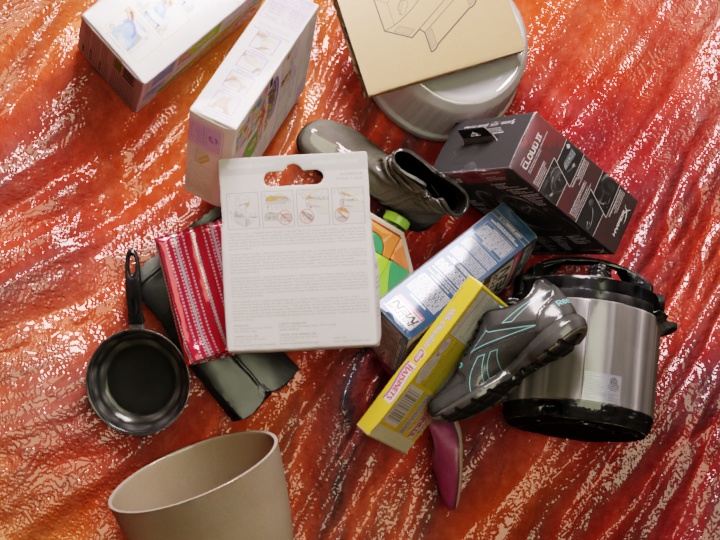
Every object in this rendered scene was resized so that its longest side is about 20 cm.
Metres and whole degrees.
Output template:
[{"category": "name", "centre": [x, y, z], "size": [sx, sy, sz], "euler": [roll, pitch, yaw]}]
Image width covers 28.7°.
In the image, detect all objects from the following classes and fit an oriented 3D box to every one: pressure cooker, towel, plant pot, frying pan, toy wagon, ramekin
[{"category": "pressure cooker", "centre": [0.254, 0.084, 1.588], "size": [0.175, 0.177, 0.202], "euler": [20, 71, -45]}, {"category": "towel", "centre": [-0.111, 0.010, 1.525], "size": [0.198, 0.022, 0.146], "euler": [-15, 89, -18]}, {"category": "plant pot", "centre": [-0.143, 0.299, 1.470], "size": [0.186, 0.187, 0.202], "euler": [-21, 101, -17]}, {"category": "frying pan", "centre": [-0.254, 0.085, 1.519], "size": [0.114, 0.031, 0.192], "euler": [-23, 92, 4]}, {"category": "toy wagon", "centre": [0.000, 0.000, 1.599], "size": [0.199, 0.040, 0.156], "euler": [30, 83, -14]}, {"category": "ramekin", "centre": [0.106, -0.259, 1.650], "size": [0.200, 0.094, 0.205], "euler": [2, 81, -15]}]

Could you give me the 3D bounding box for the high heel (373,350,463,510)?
[{"category": "high heel", "centre": [0.067, 0.172, 1.600], "size": [0.095, 0.067, 0.203], "euler": [-4, 81, 4]}]

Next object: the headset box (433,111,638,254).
[{"category": "headset box", "centre": [0.189, -0.099, 1.588], "size": [0.199, 0.148, 0.078], "euler": [37, 71, -27]}]

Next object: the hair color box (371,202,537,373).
[{"category": "hair color box", "centre": [0.100, 0.021, 1.563], "size": [0.199, 0.100, 0.061], "euler": [-37, 71, -22]}]

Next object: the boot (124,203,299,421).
[{"category": "boot", "centre": [-0.136, 0.042, 1.552], "size": [0.164, 0.066, 0.200], "euler": [-40, 88, -6]}]

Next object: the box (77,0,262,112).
[{"category": "box", "centre": [-0.205, -0.287, 1.563], "size": [0.200, 0.112, 0.101], "euler": [-43, 92, -17]}]

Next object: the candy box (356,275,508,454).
[{"category": "candy box", "centre": [0.082, 0.104, 1.521], "size": [0.026, 0.102, 0.201], "euler": [38, 91, 29]}]

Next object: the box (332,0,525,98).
[{"category": "box", "centre": [0.070, -0.297, 1.586], "size": [0.198, 0.021, 0.165], "euler": [-18, 86, -16]}]

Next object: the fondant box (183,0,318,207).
[{"category": "fondant box", "centre": [-0.118, -0.187, 1.523], "size": [0.058, 0.145, 0.201], "euler": [24, 57, 6]}]

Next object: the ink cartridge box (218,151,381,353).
[{"category": "ink cartridge box", "centre": [-0.063, -0.018, 1.468], "size": [0.160, 0.057, 0.203], "euler": [-3, 90, 4]}]

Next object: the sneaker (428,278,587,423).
[{"category": "sneaker", "centre": [0.148, 0.090, 1.506], "size": [0.199, 0.075, 0.080], "euler": [-37, 68, 15]}]

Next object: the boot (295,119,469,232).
[{"category": "boot", "centre": [0.028, -0.120, 1.589], "size": [0.199, 0.131, 0.068], "euler": [32, 75, -8]}]
